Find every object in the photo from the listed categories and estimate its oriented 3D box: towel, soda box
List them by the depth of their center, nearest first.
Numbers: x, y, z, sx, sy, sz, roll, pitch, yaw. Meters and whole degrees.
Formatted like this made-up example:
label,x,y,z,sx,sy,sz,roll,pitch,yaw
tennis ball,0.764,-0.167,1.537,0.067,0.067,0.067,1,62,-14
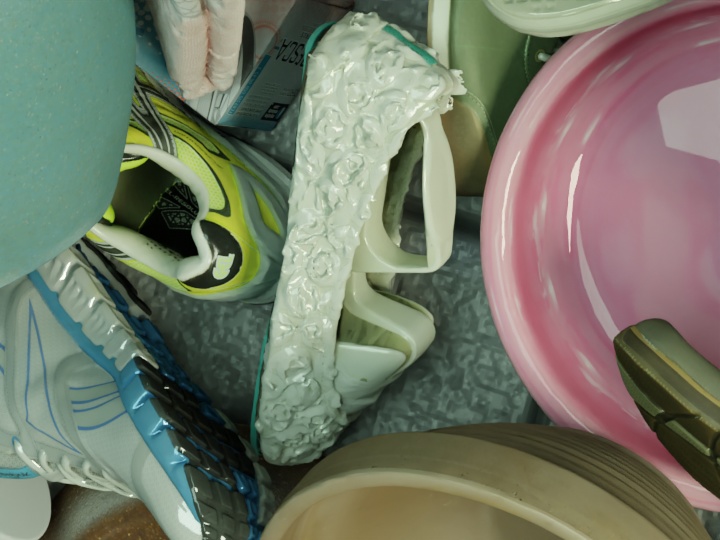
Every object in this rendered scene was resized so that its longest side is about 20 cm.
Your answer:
label,x,y,z,sx,sy,sz,roll,pitch,yaw
towel,-0.078,-0.173,0.859,0.032,0.191,0.201,-13,85,-5
soda box,-0.104,-0.140,0.995,0.200,0.064,0.068,38,102,16

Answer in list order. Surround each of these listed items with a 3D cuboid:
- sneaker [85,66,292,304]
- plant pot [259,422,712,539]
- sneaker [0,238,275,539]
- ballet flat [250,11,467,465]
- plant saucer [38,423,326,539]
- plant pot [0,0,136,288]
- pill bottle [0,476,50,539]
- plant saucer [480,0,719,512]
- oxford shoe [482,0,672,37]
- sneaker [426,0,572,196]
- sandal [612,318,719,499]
label,x,y,z,sx,sy,sz,roll,pitch,yaw
sneaker,-0.108,-0.056,0.991,0.200,0.076,0.076,31,103,19
plant pot,0.068,0.125,0.904,0.200,0.093,0.201,19,134,22
sneaker,-0.105,0.063,0.962,0.087,0.075,0.200,-45,44,4
ballet flat,0.000,0.000,0.928,0.072,0.072,0.201,20,123,18
plant saucer,-0.065,0.164,1.003,0.200,0.037,0.201,1,92,20
plant pot,-0.162,-0.064,0.894,0.200,0.200,0.135,-19,111,19
pill bottle,-0.231,0.126,1.020,0.200,0.112,0.112,-34,80,17
plant saucer,0.146,-0.012,0.904,0.200,0.051,0.201,3,101,16
oxford shoe,0.128,-0.139,0.879,0.200,0.058,0.075,-35,70,-14
sneaker,0.079,-0.127,0.927,0.090,0.067,0.201,4,91,22
sandal,0.169,0.079,0.841,0.054,0.080,0.200,-38,63,-14
